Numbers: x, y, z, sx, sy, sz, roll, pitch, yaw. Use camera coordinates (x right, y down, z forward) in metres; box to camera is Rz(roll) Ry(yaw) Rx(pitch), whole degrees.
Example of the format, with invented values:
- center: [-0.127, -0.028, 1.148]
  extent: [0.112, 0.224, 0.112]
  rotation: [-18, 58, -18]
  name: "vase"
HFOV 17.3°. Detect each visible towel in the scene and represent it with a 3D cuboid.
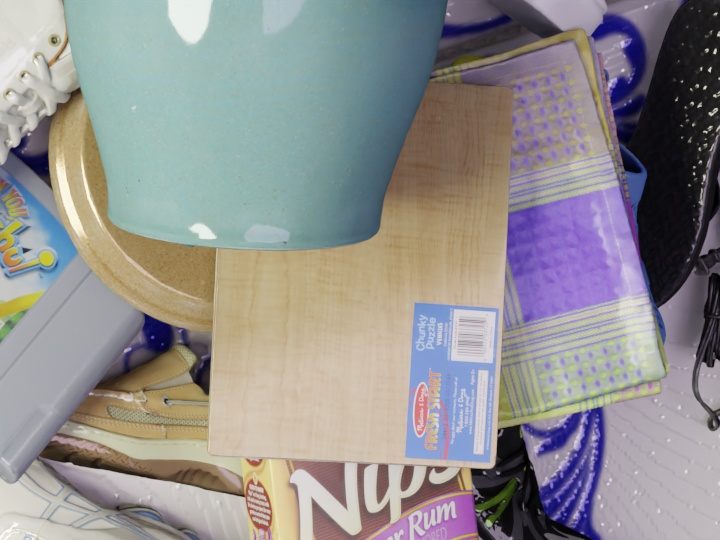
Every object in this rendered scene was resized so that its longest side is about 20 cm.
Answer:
- center: [0.078, -0.019, 1.258]
  extent: [0.143, 0.023, 0.200]
  rotation: [-12, 90, -6]
  name: "towel"

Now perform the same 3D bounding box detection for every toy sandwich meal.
- center: [-0.075, -0.057, 1.270]
  extent: [0.205, 0.070, 0.206]
  rotation: [2, 85, -22]
  name: "toy sandwich meal"

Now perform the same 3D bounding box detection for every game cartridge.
- center: [-0.214, -0.003, 1.221]
  extent: [0.200, 0.040, 0.133]
  rotation: [41, 61, -9]
  name: "game cartridge"

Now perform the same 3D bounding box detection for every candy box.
- center: [0.001, 0.138, 1.281]
  extent: [0.116, 0.056, 0.200]
  rotation: [-9, 92, -21]
  name: "candy box"

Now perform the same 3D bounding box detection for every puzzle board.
- center: [0.000, 0.000, 1.229]
  extent: [0.150, 0.017, 0.200]
  rotation: [3, 87, -6]
  name: "puzzle board"

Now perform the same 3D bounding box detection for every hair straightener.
- center: [0.217, 0.001, 1.408]
  extent: [0.077, 0.041, 0.200]
  rotation: [-3, 108, -33]
  name: "hair straightener"

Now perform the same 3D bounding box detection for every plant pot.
- center: [-0.050, -0.111, 1.135]
  extent: [0.200, 0.200, 0.188]
  rotation: [-1, 102, -19]
  name: "plant pot"

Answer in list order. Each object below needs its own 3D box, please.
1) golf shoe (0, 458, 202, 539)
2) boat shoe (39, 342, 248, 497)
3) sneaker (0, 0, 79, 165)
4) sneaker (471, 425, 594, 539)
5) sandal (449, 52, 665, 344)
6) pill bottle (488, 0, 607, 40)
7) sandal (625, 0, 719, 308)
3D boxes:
- center: [-0.164, 0.150, 1.275]
  extent: [0.200, 0.097, 0.078]
  rotation: [17, 97, -20]
  name: "golf shoe"
- center: [-0.110, 0.077, 1.301]
  extent: [0.200, 0.072, 0.076]
  rotation: [14, 81, -27]
  name: "boat shoe"
- center: [-0.174, -0.097, 1.182]
  extent: [0.085, 0.073, 0.200]
  rotation: [14, 74, 18]
  name: "sneaker"
- center: [0.077, 0.121, 1.366]
  extent: [0.200, 0.071, 0.083]
  rotation: [41, 92, -19]
  name: "sneaker"
- center: [0.123, -0.038, 1.317]
  extent: [0.087, 0.079, 0.200]
  rotation: [-22, 103, 31]
  name: "sandal"
- center: [0.143, -0.224, 1.296]
  extent: [0.111, 0.111, 0.200]
  rotation: [36, 88, -22]
  name: "pill bottle"
- center: [0.184, -0.061, 1.369]
  extent: [0.045, 0.075, 0.200]
  rotation: [1, 113, -59]
  name: "sandal"
